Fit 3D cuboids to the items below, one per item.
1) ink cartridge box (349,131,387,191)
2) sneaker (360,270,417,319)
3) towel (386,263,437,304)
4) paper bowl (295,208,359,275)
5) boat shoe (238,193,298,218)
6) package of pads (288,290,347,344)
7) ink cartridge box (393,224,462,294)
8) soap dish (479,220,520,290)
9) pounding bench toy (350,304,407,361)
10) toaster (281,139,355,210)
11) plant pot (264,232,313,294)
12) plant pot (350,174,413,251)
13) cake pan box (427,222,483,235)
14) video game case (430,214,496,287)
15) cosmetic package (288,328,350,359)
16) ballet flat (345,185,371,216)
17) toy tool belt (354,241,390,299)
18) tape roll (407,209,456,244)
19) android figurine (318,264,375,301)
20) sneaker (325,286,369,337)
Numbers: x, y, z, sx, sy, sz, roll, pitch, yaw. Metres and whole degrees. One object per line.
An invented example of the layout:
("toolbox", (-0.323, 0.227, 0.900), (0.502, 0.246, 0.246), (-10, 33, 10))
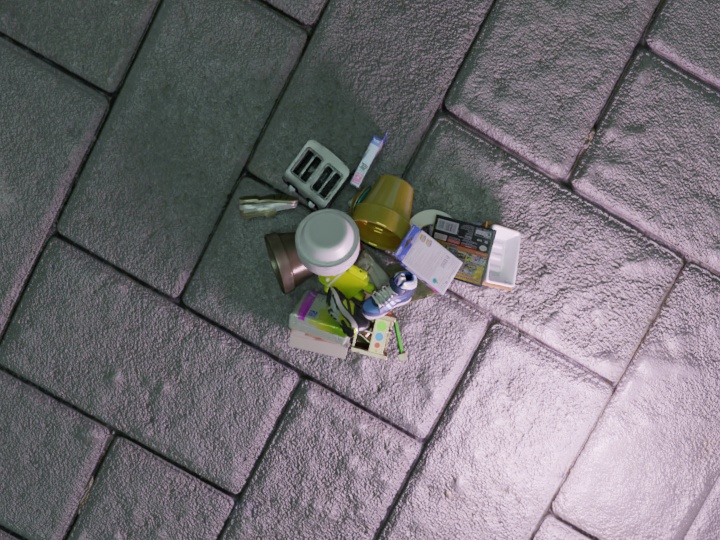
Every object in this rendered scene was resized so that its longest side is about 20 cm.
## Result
("ink cartridge box", (0.027, -0.361, 1.681), (0.041, 0.119, 0.202), (29, 94, 0))
("sneaker", (0.090, 0.063, 1.618), (0.197, 0.148, 0.081), (-20, 56, -21))
("towel", (0.176, 0.028, 1.687), (0.036, 0.199, 0.150), (-34, 96, -37))
("paper bowl", (-0.100, -0.095, 1.557), (0.196, 0.105, 0.205), (0, 65, 0))
("boat shoe", (-0.306, -0.213, 1.722), (0.195, 0.075, 0.070), (-1, 113, -2))
("package of pads", (-0.116, 0.150, 1.673), (0.196, 0.155, 0.069), (18, 121, 7))
("ink cartridge box", (0.203, -0.034, 1.573), (0.199, 0.042, 0.120), (37, 80, -12))
("soap dish", (0.441, -0.047, 1.685), (0.155, 0.081, 0.205), (10, 87, -32))
("pounding bench toy", (0.078, 0.204, 1.715), (0.196, 0.124, 0.159), (15, 93, -1))
("toaster", (-0.134, -0.311, 1.686), (0.180, 0.119, 0.201), (39, 93, -3))
("plant pot", (-0.203, -0.047, 1.683), (0.171, 0.200, 0.204), (-20, 94, -15))
("plant pot", (0.083, -0.192, 1.661), (0.198, 0.201, 0.192), (23, 72, -1))
("cake pan box", (0.320, -0.064, 1.735), (0.195, 0.052, 0.189), (-4, 92, 0))
("video game case", (0.311, -0.064, 1.629), (0.197, 0.025, 0.184), (17, 100, 20))
("cosmetic package", (-0.132, 0.213, 1.719), (0.196, 0.104, 0.089), (13, 115, -2))
("ballet flat", (-0.027, -0.198, 1.723), (0.062, 0.068, 0.203), (25, 91, 28))
("toy tool belt", (0.000, 0.000, 1.700), (0.122, 0.125, 0.200), (-39, 112, 8))
("tape roll", (0.236, -0.099, 1.690), (0.199, 0.037, 0.208), (1, 94, 20))
("android figurine", (-0.055, 0.030, 1.649), (0.198, 0.182, 0.042), (31, 51, -19))
("sneaker", (-0.042, 0.128, 1.611), (0.083, 0.201, 0.075), (-6, 136, -33))
